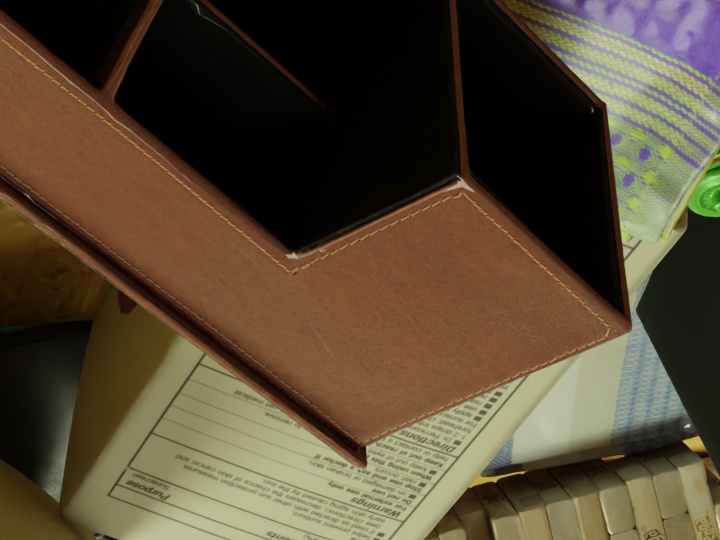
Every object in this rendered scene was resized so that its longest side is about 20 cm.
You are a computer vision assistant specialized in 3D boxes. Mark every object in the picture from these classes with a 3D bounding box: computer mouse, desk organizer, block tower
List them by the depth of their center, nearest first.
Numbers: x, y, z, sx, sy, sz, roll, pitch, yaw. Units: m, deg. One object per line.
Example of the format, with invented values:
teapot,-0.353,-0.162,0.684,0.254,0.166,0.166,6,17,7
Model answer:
desk organizer,-0.028,-0.044,0.586,0.077,0.072,0.200,-25,138,26
computer mouse,-0.059,0.071,0.949,0.140,0.046,0.200,-12,154,-2
block tower,0.041,0.113,1.045,0.199,0.054,0.058,-15,-170,-4

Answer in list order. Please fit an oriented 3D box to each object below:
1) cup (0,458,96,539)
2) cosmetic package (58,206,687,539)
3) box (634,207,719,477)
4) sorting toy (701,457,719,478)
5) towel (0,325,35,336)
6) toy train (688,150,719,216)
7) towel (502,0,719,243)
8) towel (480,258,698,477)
cup,-0.195,0.096,0.810,0.200,0.201,0.143,-28,116,27
cosmetic package,0.000,0.000,0.793,0.103,0.088,0.200,21,136,-17
box,0.185,0.051,0.861,0.140,0.200,0.079,7,124,-20
sorting toy,0.144,0.136,1.208,0.184,0.037,0.200,-4,151,-16
towel,-0.117,0.056,0.969,0.199,0.022,0.147,5,149,-33
toy train,0.055,-0.025,0.868,0.199,0.042,0.056,-23,140,19
towel,0.051,-0.101,0.630,0.143,0.023,0.200,22,122,-15
towel,0.130,0.016,0.993,0.199,0.024,0.147,-11,150,-6
